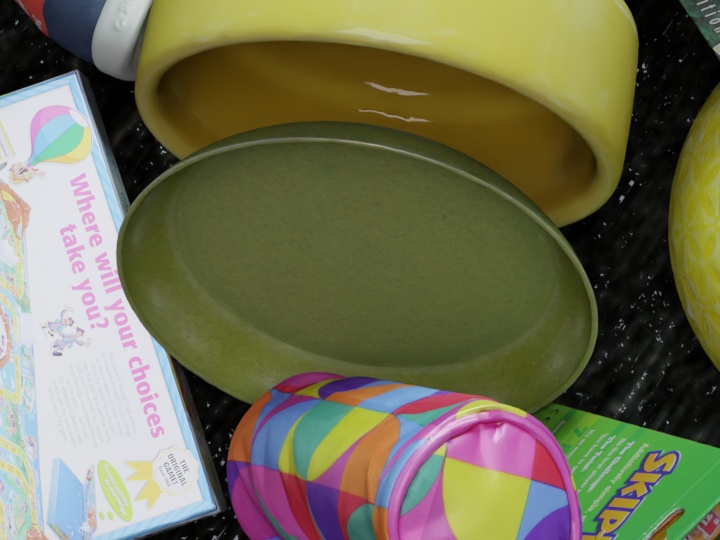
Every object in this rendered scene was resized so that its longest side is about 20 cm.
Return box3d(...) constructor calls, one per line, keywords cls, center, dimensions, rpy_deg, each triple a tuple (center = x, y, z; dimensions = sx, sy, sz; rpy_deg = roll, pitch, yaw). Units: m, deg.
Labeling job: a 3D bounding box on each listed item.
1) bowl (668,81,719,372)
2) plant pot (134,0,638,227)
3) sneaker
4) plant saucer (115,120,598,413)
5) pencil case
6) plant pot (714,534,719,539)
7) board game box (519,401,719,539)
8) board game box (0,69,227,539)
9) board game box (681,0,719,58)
box3d(cls="bowl", center=(0.230, -0.023, 1.168), dimensions=(0.199, 0.108, 0.202), rpy_deg=(0, 85, 3))
box3d(cls="plant pot", center=(0.021, -0.136, 1.157), dimensions=(0.199, 0.201, 0.190), rpy_deg=(8, 71, 4))
box3d(cls="sneaker", center=(-0.086, -0.186, 1.219), dimensions=(0.084, 0.075, 0.201), rpy_deg=(27, 82, 17))
box3d(cls="plant saucer", center=(0.000, 0.000, 1.156), dimensions=(0.199, 0.200, 0.031), rpy_deg=(9, 54, 4))
box3d(cls="pencil case", center=(0.013, 0.088, 1.103), dimensions=(0.088, 0.200, 0.089), rpy_deg=(-2, 95, -20))
box3d(cls="plant pot", center=(0.269, 0.103, 1.100), dimensions=(0.200, 0.187, 0.187), rpy_deg=(-39, 85, -9))
box3d(cls="board game box", center=(0.080, 0.099, 1.119), dimensions=(0.095, 0.200, 0.030), rpy_deg=(-42, 105, -14))
box3d(cls="board game box", center=(-0.152, 0.030, 1.225), dimensions=(0.134, 0.034, 0.201), rpy_deg=(-18, 85, 2))
box3d(cls="board game box", center=(0.119, -0.174, 1.133), dimensions=(0.023, 0.200, 0.105), rpy_deg=(-17, 41, 29))
